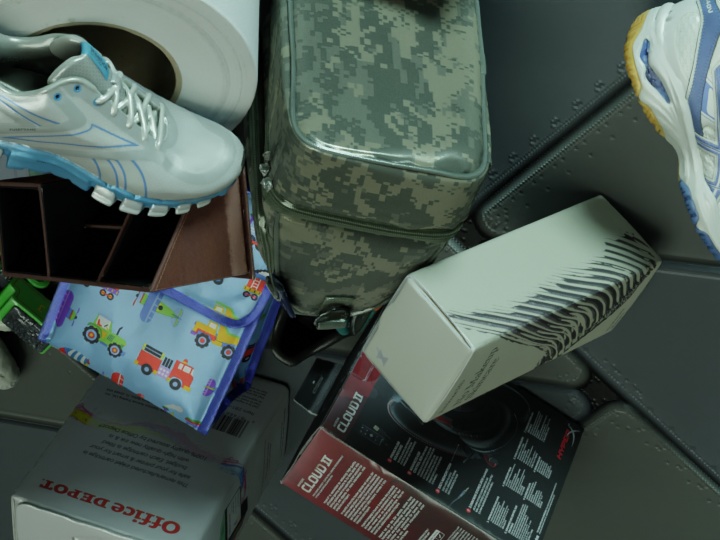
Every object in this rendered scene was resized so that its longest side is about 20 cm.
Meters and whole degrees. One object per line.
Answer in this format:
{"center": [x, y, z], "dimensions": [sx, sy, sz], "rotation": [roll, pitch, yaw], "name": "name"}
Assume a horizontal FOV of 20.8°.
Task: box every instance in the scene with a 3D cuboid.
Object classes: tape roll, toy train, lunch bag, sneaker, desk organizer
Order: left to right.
{"center": [-0.306, -0.011, 1.537], "dimensions": [0.200, 0.056, 0.042], "rotation": [40, 131, -9], "name": "toy train"}
{"center": [-0.155, -0.093, 1.148], "dimensions": [0.199, 0.075, 0.087], "rotation": [13, 140, -21], "name": "sneaker"}
{"center": [-0.161, -0.174, 1.215], "dimensions": [0.201, 0.140, 0.203], "rotation": [-1, 149, 0], "name": "tape roll"}
{"center": [-0.158, -0.029, 1.280], "dimensions": [0.199, 0.077, 0.072], "rotation": [4, 102, 52], "name": "desk organizer"}
{"center": [-0.128, -0.008, 1.452], "dimensions": [0.150, 0.094, 0.201], "rotation": [28, 119, 7], "name": "lunch bag"}
{"center": [-0.006, -0.085, 1.245], "dimensions": [0.138, 0.201, 0.168], "rotation": [6, 143, -14], "name": "lunch bag"}
{"center": [0.000, 0.000, 1.389], "dimensions": [0.071, 0.080, 0.200], "rotation": [35, 131, -4], "name": "sneaker"}
{"center": [0.241, -0.078, 1.216], "dimensions": [0.088, 0.075, 0.201], "rotation": [-16, 118, 32], "name": "sneaker"}

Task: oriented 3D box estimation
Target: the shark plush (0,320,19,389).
{"center": [-0.363, 0.037, 1.589], "dimensions": [0.199, 0.083, 0.091], "rotation": [28, 90, -6], "name": "shark plush"}

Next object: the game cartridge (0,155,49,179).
{"center": [-0.191, -0.093, 1.398], "dimensions": [0.199, 0.041, 0.134], "rotation": [-7, 88, 26], "name": "game cartridge"}

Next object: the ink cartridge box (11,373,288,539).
{"center": [-0.158, 0.158, 1.503], "dimensions": [0.144, 0.200, 0.084], "rotation": [16, 130, 13], "name": "ink cartridge box"}

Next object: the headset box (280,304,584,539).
{"center": [0.046, 0.128, 1.423], "dimensions": [0.199, 0.149, 0.075], "rotation": [32, 132, -3], "name": "headset box"}

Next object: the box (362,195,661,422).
{"center": [0.101, 0.022, 1.279], "dimensions": [0.068, 0.199, 0.082], "rotation": [49, 136, 20], "name": "box"}
